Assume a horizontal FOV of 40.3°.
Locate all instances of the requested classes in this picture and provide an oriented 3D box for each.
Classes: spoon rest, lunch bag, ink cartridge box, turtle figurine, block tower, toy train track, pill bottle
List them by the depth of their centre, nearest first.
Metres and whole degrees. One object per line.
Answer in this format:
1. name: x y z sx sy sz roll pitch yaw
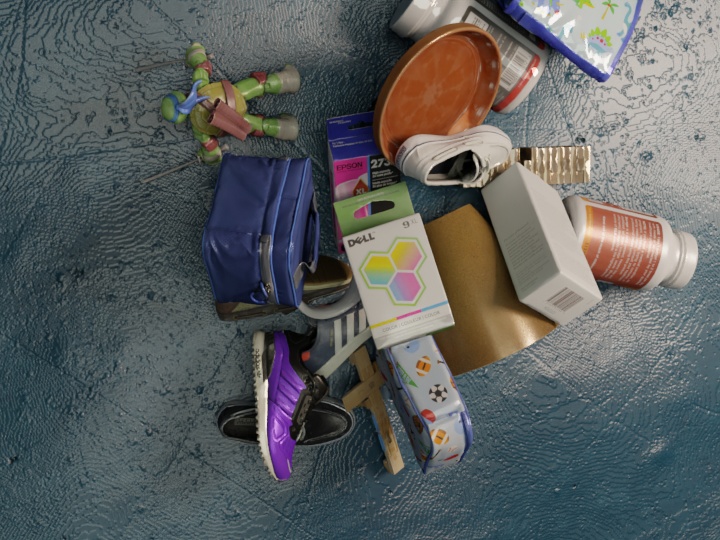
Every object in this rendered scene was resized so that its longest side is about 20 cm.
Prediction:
1. ink cartridge box: 0.040 -0.010 1.239 0.103 0.059 0.202 -17 83 0
2. lunch bag: -0.117 -0.048 1.251 0.131 0.202 0.137 2 143 5
3. turtle figurine: -0.188 -0.220 1.294 0.192 0.200 0.146 -7 76 -30
4. lunch bag: 0.278 -0.359 1.307 0.169 0.127 0.201 32 49 -14
5. spoon rest: 0.000 0.000 1.310 0.199 0.099 0.061 -35 116 -7
6. lunch bag: 0.080 0.163 1.312 0.075 0.161 0.202 -18 67 -9
7. ink cartridge box: 0.007 -0.117 1.321 0.094 0.037 0.202 -11 128 -10
8. pill bottle: 0.146 -0.312 1.326 0.199 0.116 0.117 33 91 -13
9. block tower: 0.224 -0.148 1.396 0.197 0.058 0.055 -2 98 -9
10. toy train track: 0.018 0.200 1.412 0.114 0.032 0.202 -32 113 -38
11. pill bottle: 0.376 -0.033 1.412 0.198 0.112 0.113 12 95 -12

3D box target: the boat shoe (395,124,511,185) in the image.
1. boat shoe: 0.135 -0.140 1.280 0.199 0.065 0.074 -15 136 -36

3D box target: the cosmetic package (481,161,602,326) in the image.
1. cosmetic package: 0.239 -0.037 1.314 0.071 0.201 0.101 -37 134 28

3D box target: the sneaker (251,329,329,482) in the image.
1. sneaker: -0.089 0.177 1.305 0.098 0.070 0.203 -5 84 -1

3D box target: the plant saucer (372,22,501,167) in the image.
1. plant saucer: 0.094 -0.220 1.240 0.199 0.032 0.202 -28 142 -25

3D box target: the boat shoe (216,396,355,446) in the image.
1. boat shoe: -0.101 0.215 1.374 0.198 0.068 0.073 6 97 -12

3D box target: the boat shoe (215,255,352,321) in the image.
1. boat shoe: -0.107 0.026 1.352 0.198 0.073 0.065 -6 127 -19

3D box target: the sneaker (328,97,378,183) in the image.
1. sneaker: 0.032 -0.189 1.350 0.071 0.083 0.200 32 115 -34

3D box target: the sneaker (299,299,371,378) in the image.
1. sneaker: -0.028 0.064 1.364 0.200 0.075 0.085 -46 108 -2

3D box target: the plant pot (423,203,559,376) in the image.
1. plant pot: 0.149 0.019 1.353 0.185 0.186 0.202 -26 91 -7
